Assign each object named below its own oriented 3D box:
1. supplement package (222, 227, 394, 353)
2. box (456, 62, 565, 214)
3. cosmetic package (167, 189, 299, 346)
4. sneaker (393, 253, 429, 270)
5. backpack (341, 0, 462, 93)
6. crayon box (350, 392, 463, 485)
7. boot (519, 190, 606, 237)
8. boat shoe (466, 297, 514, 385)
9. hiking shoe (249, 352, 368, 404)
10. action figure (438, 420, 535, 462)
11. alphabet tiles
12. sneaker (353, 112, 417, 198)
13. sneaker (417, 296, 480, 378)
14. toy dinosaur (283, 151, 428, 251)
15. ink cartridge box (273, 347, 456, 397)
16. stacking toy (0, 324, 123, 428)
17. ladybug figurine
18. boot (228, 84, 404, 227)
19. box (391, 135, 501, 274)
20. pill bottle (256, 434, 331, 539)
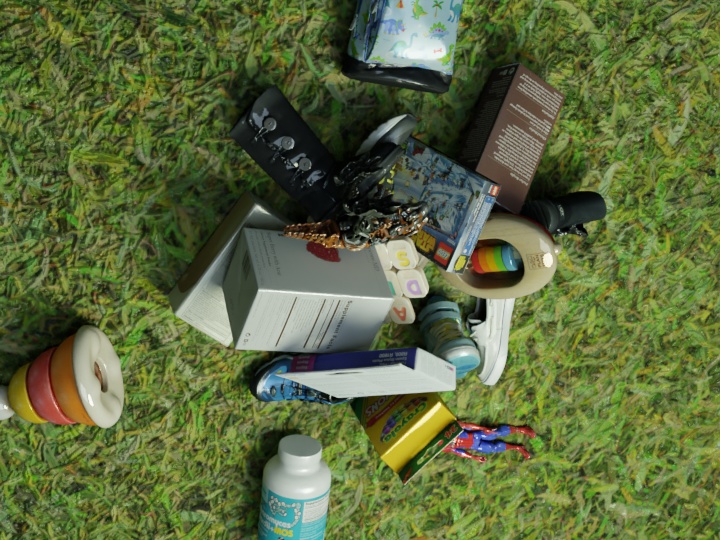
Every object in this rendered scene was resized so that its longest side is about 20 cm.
[{"bbox_3d":[-0.075,0.030,1.406,0.197,0.122,0.120,4,133,-25],"label":"supplement package"},{"bbox_3d":[0.215,-0.190,1.503,0.099,0.075,0.202,28,78,-26],"label":"box"},{"bbox_3d":[-0.179,-0.003,1.479,0.105,0.071,0.201,36,97,-28],"label":"cosmetic package"},{"bbox_3d":[0.096,-0.076,1.544,0.075,0.070,0.201,29,99,-25],"label":"sneaker"},{"bbox_3d":[0.069,-0.356,1.397,0.161,0.154,0.203,8,95,-14],"label":"backpack"},{"bbox_3d":[0.069,0.226,1.581,0.127,0.200,0.051,-43,117,2],"label":"crayon box"},{"bbox_3d":[0.268,-0.065,1.591,0.167,0.199,0.077,-9,78,-46],"label":"boot"},{"bbox_3d":[0.204,0.087,1.645,0.065,0.072,0.203,4,109,-15],"label":"boat shoe"},{"bbox_3d":[-0.072,0.170,1.575,0.197,0.087,0.075,-9,113,-15],"label":"hiking shoe"},{"bbox_3d":[0.202,0.290,1.739,0.197,0.052,0.066,6,113,-18],"label":"action figure"},{"bbox_3d":[0.000,0.000,1.499,0.198,0.015,0.197,-4,122,31],"label":"alphabet tiles"},{"bbox_3d":[0.024,-0.139,1.481,0.085,0.074,0.200,42,104,5],"label":"sneaker"},{"bbox_3d":[0.130,0.095,1.564,0.078,0.200,0.132,-6,77,-7],"label":"sneaker"},{"bbox_3d":[0.002,-0.065,1.357,0.199,0.102,0.136,-32,155,-29],"label":"toy dinosaur"},{"bbox_3d":[0.010,0.138,1.422,0.200,0.194,0.044,34,54,-59],"label":"ink cartridge box"},{"bbox_3d":[-0.448,0.168,1.444,0.197,0.147,0.148,-14,116,5],"label":"stacking toy"},{"bbox_3d":[0.203,-0.028,1.487,0.072,0.198,0.137,-47,127,-47],"label":"ladybug figurine"},{"bbox_3d":[-0.061,-0.179,1.415,0.165,0.066,0.200,-43,87,0],"label":"boot"},{"bbox_3d":[0.098,-0.100,1.463,0.040,0.200,0.138,10,109,-44],"label":"box"},{"bbox_3d":[-0.106,0.368,1.629,0.109,0.111,0.203,0,110,-18],"label":"pill bottle"}]
